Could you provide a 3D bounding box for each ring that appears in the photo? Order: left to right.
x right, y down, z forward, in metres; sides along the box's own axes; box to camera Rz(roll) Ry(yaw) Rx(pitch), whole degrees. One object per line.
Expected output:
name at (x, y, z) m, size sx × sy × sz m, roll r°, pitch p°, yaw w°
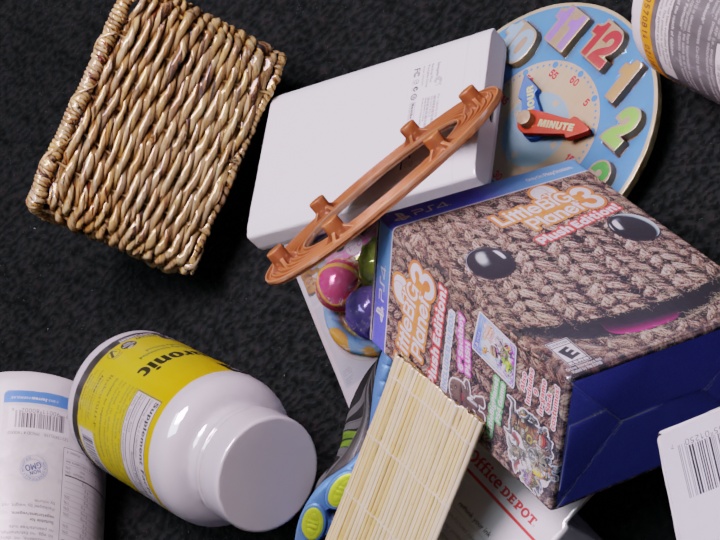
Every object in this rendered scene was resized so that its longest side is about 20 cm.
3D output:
ring at (0.011, -0.061, 1.255) m, size 0.200 × 0.019 × 0.200 m, roll -39°, pitch 9°, yaw 8°

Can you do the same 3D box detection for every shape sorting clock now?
shape sorting clock at (0.125, -0.100, 1.350) m, size 0.199 × 0.039 × 0.201 m, roll -19°, pitch 55°, yaw 30°

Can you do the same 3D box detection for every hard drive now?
hard drive at (0.011, -0.095, 1.394) m, size 0.199 × 0.027 × 0.133 m, roll -14°, pitch 52°, yaw 32°

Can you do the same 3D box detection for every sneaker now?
sneaker at (0.017, 0.123, 1.297) m, size 0.070 × 0.083 × 0.201 m, roll 23°, pitch 96°, yaw 3°

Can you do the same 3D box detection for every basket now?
basket at (-0.175, -0.117, 1.495) m, size 0.201 × 0.148 × 0.143 m, roll -67°, pitch 24°, yaw 0°

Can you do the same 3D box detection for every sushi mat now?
sushi mat at (0.014, 0.160, 1.181) m, size 0.096 × 0.012 × 0.201 m, roll 35°, pitch 109°, yaw 47°

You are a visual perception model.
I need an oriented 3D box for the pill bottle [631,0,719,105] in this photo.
pill bottle at (0.275, -0.144, 1.201) m, size 0.117 × 0.116 × 0.200 m, roll -53°, pitch 45°, yaw 1°

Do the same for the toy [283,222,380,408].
toy at (0.000, 0.000, 1.387) m, size 0.115 × 0.047 × 0.201 m, roll -38°, pitch 48°, yaw 18°

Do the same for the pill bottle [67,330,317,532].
pill bottle at (-0.118, 0.117, 1.353) m, size 0.200 × 0.111 × 0.112 m, roll 21°, pitch 79°, yaw 52°

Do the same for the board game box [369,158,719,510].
board game box at (0.126, 0.033, 1.178) m, size 0.200 × 0.159 × 0.097 m, roll 41°, pitch 138°, yaw 44°

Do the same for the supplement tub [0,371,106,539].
supplement tub at (-0.258, 0.190, 1.429) m, size 0.131 × 0.132 × 0.201 m, roll -20°, pitch 55°, yaw 29°

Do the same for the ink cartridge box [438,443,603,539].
ink cartridge box at (0.079, 0.182, 1.208) m, size 0.200 × 0.067 × 0.116 m, roll -50°, pitch 45°, yaw 5°

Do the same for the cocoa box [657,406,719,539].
cocoa box at (0.285, 0.132, 1.027) m, size 0.199 × 0.131 × 0.134 m, roll -26°, pitch 52°, yaw 25°
